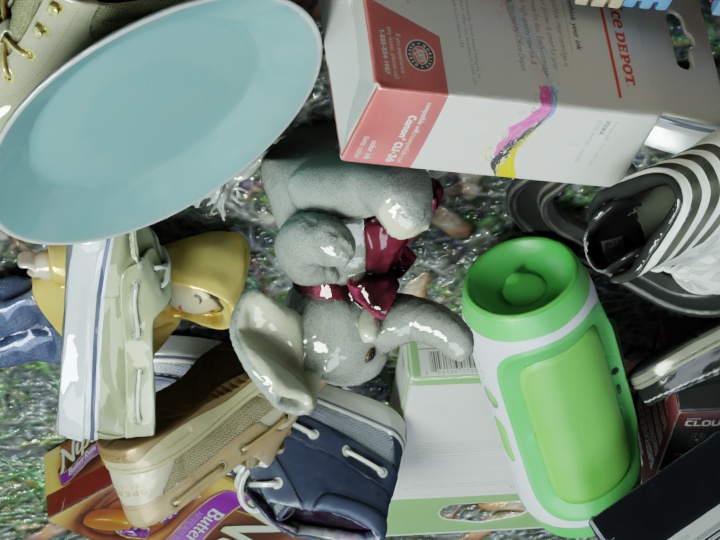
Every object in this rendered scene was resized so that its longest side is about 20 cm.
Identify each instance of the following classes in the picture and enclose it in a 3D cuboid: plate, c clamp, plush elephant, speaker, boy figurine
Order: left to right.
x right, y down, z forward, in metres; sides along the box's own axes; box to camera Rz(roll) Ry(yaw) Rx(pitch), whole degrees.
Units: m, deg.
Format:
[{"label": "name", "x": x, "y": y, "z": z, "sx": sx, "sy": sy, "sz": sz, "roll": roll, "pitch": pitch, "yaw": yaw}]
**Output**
[{"label": "boy figurine", "x": -0.157, "y": 0.026, "z": 1.645, "sx": 0.199, "sy": 0.065, "sz": 0.125, "roll": -12, "pitch": 137, "yaw": 11}, {"label": "plate", "x": -0.112, "y": -0.085, "z": 1.425, "sx": 0.199, "sy": 0.026, "sz": 0.200, "roll": -26, "pitch": 154, "yaw": -13}, {"label": "plush elephant", "x": 0.000, "y": 0.000, "z": 1.541, "sx": 0.199, "sy": 0.165, "sz": 0.156, "roll": -6, "pitch": 109, "yaw": 26}, {"label": "speaker", "x": 0.121, "y": 0.075, "z": 1.696, "sx": 0.088, "sy": 0.089, "sz": 0.201, "roll": -13, "pitch": 131, "yaw": 8}, {"label": "c clamp", "x": 0.193, "y": -0.027, "z": 1.619, "sx": 0.199, "sy": 0.027, "sz": 0.171, "roll": 24, "pitch": 152, "yaw": -13}]

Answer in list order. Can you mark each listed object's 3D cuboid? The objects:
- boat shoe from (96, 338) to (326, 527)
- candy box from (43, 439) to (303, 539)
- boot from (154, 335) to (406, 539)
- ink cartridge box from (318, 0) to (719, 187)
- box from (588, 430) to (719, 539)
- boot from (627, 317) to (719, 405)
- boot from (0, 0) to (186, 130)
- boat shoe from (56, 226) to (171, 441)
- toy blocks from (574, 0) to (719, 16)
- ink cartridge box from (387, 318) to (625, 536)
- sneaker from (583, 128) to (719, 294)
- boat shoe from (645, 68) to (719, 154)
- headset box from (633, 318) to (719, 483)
[{"label": "boat shoe", "x": -0.078, "y": 0.089, "z": 1.678, "sx": 0.199, "sy": 0.071, "sz": 0.065, "roll": -30, "pitch": 115, "yaw": -33}, {"label": "candy box", "x": -0.108, "y": 0.159, "z": 1.865, "sx": 0.116, "sy": 0.057, "sz": 0.200, "roll": -29, "pitch": 143, "yaw": 28}, {"label": "boot", "x": -0.068, "y": 0.110, "z": 1.733, "sx": 0.199, "sy": 0.091, "sz": 0.073, "roll": 16, "pitch": 143, "yaw": -8}, {"label": "ink cartridge box", "x": 0.085, "y": -0.112, "z": 1.437, "sx": 0.199, "sy": 0.117, "sz": 0.068, "roll": 5, "pitch": 144, "yaw": -18}, {"label": "box", "x": 0.237, "y": 0.210, "z": 1.734, "sx": 0.104, "sy": 0.148, "sz": 0.200, "roll": -34, "pitch": 157, "yaw": -1}, {"label": "boot", "x": 0.285, "y": 0.088, "z": 1.715, "sx": 0.203, "sy": 0.155, "sz": 0.073, "roll": -21, "pitch": -179, "yaw": -8}, {"label": "boot", "x": -0.190, "y": -0.115, "z": 1.417, "sx": 0.199, "sy": 0.072, "sz": 0.155, "roll": -2, "pitch": 148, "yaw": -21}, {"label": "boat shoe", "x": -0.140, "y": 0.007, "z": 1.568, "sx": 0.062, "sy": 0.072, "sz": 0.201, "roll": 3, "pitch": 118, "yaw": -8}, {"label": "toy blocks", "x": 0.146, "y": -0.183, "z": 1.378, "sx": 0.199, "sy": 0.101, "sz": 0.137, "roll": 4, "pitch": 155, "yaw": -10}, {"label": "ink cartridge box", "x": 0.090, "y": 0.108, "z": 1.833, "sx": 0.145, "sy": 0.048, "sz": 0.200, "roll": -2, "pitch": 146, "yaw": -9}, {"label": "sneaker", "x": 0.165, "y": -0.027, "z": 1.459, "sx": 0.115, "sy": 0.076, "sz": 0.201, "roll": -17, "pitch": 164, "yaw": -12}, {"label": "boat shoe", "x": 0.242, "y": -0.104, "z": 1.538, "sx": 0.199, "sy": 0.074, "sz": 0.066, "roll": 0, "pitch": 116, "yaw": -3}, {"label": "headset box", "x": 0.265, "y": 0.102, "z": 1.834, "sx": 0.148, "sy": 0.078, "sz": 0.200, "roll": -3, "pitch": 146, "yaw": -8}]
